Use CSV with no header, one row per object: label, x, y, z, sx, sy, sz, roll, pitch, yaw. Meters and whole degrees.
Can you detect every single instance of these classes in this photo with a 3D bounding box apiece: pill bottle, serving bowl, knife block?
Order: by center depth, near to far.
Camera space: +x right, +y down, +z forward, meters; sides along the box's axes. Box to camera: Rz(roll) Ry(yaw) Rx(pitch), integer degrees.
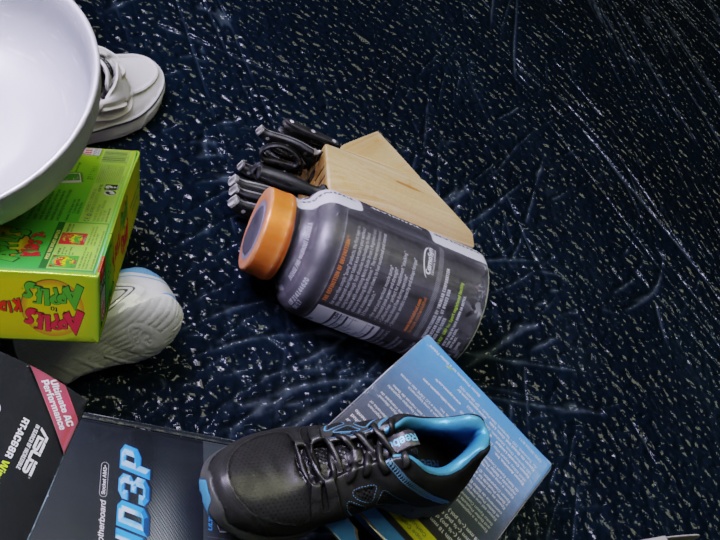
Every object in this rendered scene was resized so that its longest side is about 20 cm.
serving bowl,-0.257,-0.100,0.630,0.195,0.066,0.204,1,62,-1
pill bottle,0.000,0.000,0.831,0.197,0.107,0.108,22,42,-19
knife block,-0.016,-0.051,0.901,0.200,0.064,0.175,48,42,11

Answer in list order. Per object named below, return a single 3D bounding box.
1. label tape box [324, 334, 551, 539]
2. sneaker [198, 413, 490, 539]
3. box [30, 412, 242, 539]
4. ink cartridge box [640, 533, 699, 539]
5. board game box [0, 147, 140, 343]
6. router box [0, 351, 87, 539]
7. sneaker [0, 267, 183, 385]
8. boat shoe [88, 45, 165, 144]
label tape box,0.035,0.160,0.741,0.144,0.064,0.199,45,44,9
sneaker,-0.007,0.120,0.641,0.197,0.082,0.074,-1,57,-33
box,-0.140,0.188,0.600,0.156,0.046,0.203,16,46,-24
ink cartridge box,0.158,0.248,0.707,0.197,0.118,0.068,2,52,-34
board game box,-0.211,-0.026,0.676,0.099,0.048,0.201,3,28,-6
router box,-0.209,0.151,0.462,0.061,0.200,0.151,29,41,-16
sneaker,-0.216,0.043,0.673,0.197,0.073,0.072,-14,33,-38
boat shoe,-0.225,-0.153,0.835,0.072,0.066,0.199,43,36,9
